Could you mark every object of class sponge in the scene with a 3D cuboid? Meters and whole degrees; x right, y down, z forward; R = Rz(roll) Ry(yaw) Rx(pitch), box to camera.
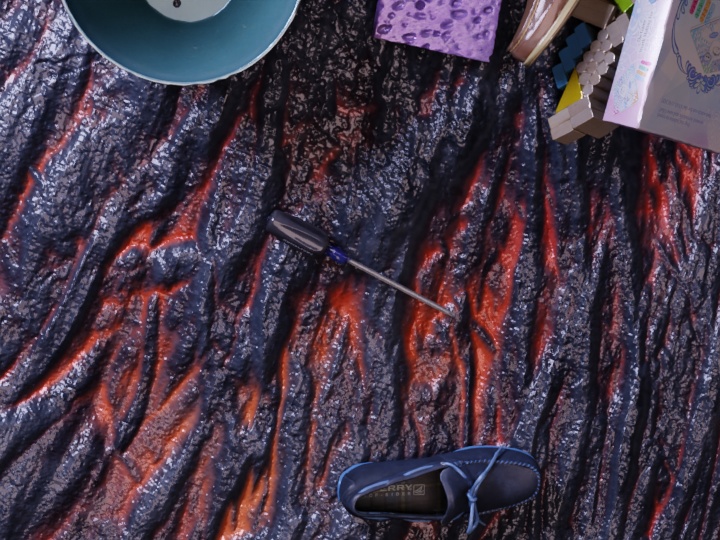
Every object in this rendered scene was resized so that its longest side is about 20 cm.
[{"bbox_3d":[0.081,-0.297,1.050,0.111,0.030,0.201,9,99,-9],"label":"sponge"}]

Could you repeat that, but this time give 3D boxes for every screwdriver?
[{"bbox_3d":[0.000,0.000,1.094,0.199,0.028,0.029,31,126,-12],"label":"screwdriver"}]

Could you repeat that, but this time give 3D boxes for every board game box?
[{"bbox_3d":[0.313,-0.209,1.034,0.199,0.043,0.200,7,100,-43],"label":"board game box"}]

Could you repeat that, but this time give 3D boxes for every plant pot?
[{"bbox_3d":[-0.147,-0.257,0.977,0.199,0.135,0.201,-1,100,-6],"label":"plant pot"}]

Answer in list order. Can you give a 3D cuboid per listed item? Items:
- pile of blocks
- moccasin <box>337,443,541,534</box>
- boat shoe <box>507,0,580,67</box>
[{"bbox_3d":[0.232,-0.209,1.075,0.062,0.082,0.201,11,111,-47],"label":"pile of blocks"},{"bbox_3d":[0.080,0.218,1.118,0.199,0.068,0.081,-9,101,-5],"label":"moccasin"},{"bbox_3d":[0.176,-0.281,1.046,0.067,0.072,0.201,26,90,-5],"label":"boat shoe"}]
